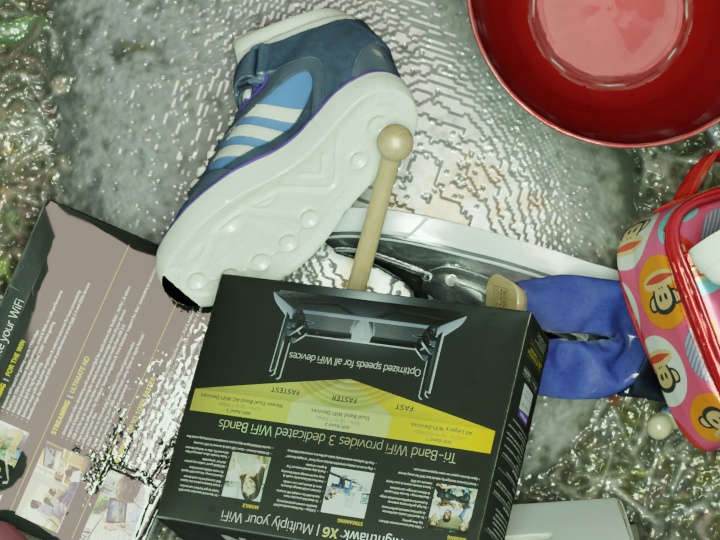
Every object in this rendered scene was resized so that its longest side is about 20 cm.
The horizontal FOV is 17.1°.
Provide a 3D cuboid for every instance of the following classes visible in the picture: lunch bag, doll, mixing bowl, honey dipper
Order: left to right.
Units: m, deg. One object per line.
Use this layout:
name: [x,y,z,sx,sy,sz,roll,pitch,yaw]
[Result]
honey dipper: [0.000,0.000,1.475,0.038,0.038,0.200,16,120,1]
mixing bowl: [0.163,-0.171,1.503,0.200,0.108,0.200,0,87,-1]
doll: [0.174,0.036,1.483,0.200,0.048,0.137,4,87,-26]
lunch bag: [0.256,0.007,1.469,0.200,0.082,0.176,-16,82,-35]

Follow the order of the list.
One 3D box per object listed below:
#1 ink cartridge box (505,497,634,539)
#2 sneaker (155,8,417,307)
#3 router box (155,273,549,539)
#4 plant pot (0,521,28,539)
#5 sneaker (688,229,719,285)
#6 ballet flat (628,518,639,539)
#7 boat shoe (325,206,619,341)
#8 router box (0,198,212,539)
ink cartridge box: [0.096,0.245,1.452,0.146,0.083,0.200,-3,108,0]
sneaker: [-0.062,-0.080,1.506,0.200,0.146,0.081,-42,129,6]
router box: [-0.004,0.092,1.401,0.200,0.052,0.157,7,69,21]
plant pot: [-0.215,0.259,1.440,0.200,0.200,0.179,-37,70,-3]
sneaker: [0.286,0.013,1.391,0.200,0.074,0.116,-10,75,-35]
ballet flat: [0.074,0.174,1.500,0.200,0.067,0.064,5,91,0]
boat shoe: [0.065,0.009,1.514,0.200,0.072,0.068,15,84,-6]
router box: [-0.169,0.074,1.513,0.149,0.051,0.200,24,86,4]
